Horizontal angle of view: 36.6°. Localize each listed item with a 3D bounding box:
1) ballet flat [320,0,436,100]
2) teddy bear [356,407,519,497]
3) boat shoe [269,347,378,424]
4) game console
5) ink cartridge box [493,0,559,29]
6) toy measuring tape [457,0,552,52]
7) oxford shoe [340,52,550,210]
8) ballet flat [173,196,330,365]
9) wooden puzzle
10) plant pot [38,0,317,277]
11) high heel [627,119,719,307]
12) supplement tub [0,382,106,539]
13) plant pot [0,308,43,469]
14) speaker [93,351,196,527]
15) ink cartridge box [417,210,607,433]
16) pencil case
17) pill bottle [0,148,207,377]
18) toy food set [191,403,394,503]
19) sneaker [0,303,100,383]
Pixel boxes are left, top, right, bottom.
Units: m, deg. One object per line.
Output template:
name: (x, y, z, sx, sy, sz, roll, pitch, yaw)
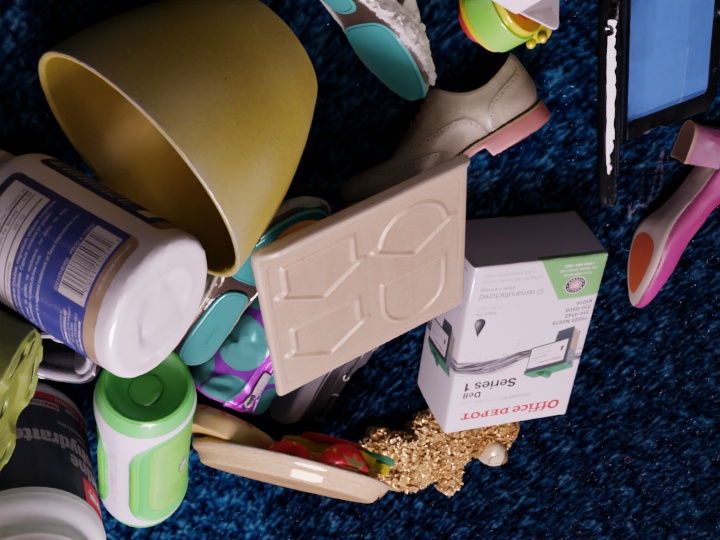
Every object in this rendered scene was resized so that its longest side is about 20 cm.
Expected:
ballet flat: (0.007, -0.214, 0.838, 0.072, 0.072, 0.200, -40, 131, 9)
teddy bear: (0.081, 0.195, 1.157, 0.196, 0.067, 0.147, -3, 127, -20)
boat shoe: (-0.016, 0.070, 1.028, 0.065, 0.070, 0.202, 13, 119, -39)
game console: (0.261, -0.182, 0.936, 0.114, 0.177, 0.203, 0, 129, 12)
ink cartridge box: (0.096, -0.271, 0.790, 0.198, 0.119, 0.067, 19, 157, -33)
toy measuring tape: (0.087, -0.225, 0.850, 0.198, 0.074, 0.074, 27, 111, -39)
oxford shoe: (0.061, -0.117, 0.940, 0.198, 0.071, 0.076, -29, 103, 1)
ballet flat: (-0.106, -0.004, 0.915, 0.200, 0.063, 0.067, -45, 141, 19)
wooden puzzle: (0.000, 0.000, 0.868, 0.183, 0.047, 0.202, -25, 147, -17)
plant pot: (-0.114, -0.119, 0.791, 0.142, 0.198, 0.202, -46, 133, -21)
high heel: (0.337, -0.048, 1.087, 0.094, 0.068, 0.203, 10, 117, -16)
supplement tub: (-0.291, 0.205, 0.920, 0.138, 0.201, 0.142, -11, 128, -15)
plant pot: (-0.334, 0.070, 0.768, 0.187, 0.201, 0.203, 17, 119, -5)
speaker: (-0.184, 0.146, 0.927, 0.087, 0.090, 0.201, -8, 147, -17)
ink cartridge box: (0.145, 0.052, 1.070, 0.143, 0.085, 0.203, -7, 125, -18)
pencil case: (-0.063, 0.037, 0.967, 0.084, 0.093, 0.201, 26, 110, -35)
pill bottle: (-0.218, -0.016, 0.790, 0.111, 0.198, 0.112, -49, 156, -31)
toy food set: (-0.066, 0.175, 1.021, 0.196, 0.050, 0.198, 8, 165, 19)
sneaker: (-0.210, 0.022, 0.879, 0.198, 0.114, 0.076, -32, 130, 1)
